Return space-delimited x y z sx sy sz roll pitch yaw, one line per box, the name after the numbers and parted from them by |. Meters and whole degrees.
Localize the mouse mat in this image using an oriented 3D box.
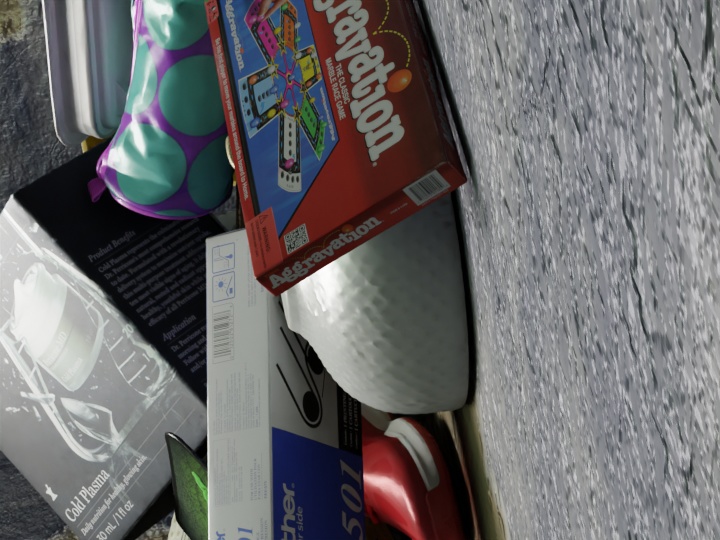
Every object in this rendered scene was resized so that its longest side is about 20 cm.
-0.062 0.184 1.175 0.161 0.008 0.200 43 159 16 | mouse mat

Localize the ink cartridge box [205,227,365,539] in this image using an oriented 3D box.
-0.039 0.085 1.024 0.094 0.044 0.201 26 -123 -54 | ink cartridge box

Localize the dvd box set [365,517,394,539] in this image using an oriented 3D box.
-0.018 0.240 1.303 0.147 0.029 0.200 -53 49 29 | dvd box set

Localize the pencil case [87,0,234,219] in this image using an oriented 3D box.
-0.109 -0.133 1.160 0.085 0.092 0.201 -121 37 -59 | pencil case

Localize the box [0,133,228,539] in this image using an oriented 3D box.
-0.162 0.051 1.271 0.197 0.124 0.200 47 134 8 | box

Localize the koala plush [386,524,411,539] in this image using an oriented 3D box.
-0.029 0.224 1.450 0.177 0.183 0.201 -128 41 -81 | koala plush

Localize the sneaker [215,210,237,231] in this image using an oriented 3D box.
-0.036 -0.041 1.348 0.200 0.092 0.076 -58 -46 -46 | sneaker

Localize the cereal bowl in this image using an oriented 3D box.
-0.003 -0.023 0.961 0.200 0.083 0.201 170 90 -85 | cereal bowl

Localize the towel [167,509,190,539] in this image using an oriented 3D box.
-0.074 0.137 1.350 0.192 0.034 0.201 -17 56 57 | towel

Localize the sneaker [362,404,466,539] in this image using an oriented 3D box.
-0.020 0.129 1.122 0.200 0.115 0.079 -145 37 -67 | sneaker

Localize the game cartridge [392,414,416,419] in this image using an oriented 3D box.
0.009 0.051 1.330 0.200 0.038 0.131 104 160 -80 | game cartridge

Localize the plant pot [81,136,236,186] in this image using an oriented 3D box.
-0.115 -0.191 1.496 0.177 0.199 0.201 -81 -15 -63 | plant pot

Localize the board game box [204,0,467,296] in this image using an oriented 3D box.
-0.017 -0.088 0.884 0.019 0.103 0.201 44 -157 -42 | board game box

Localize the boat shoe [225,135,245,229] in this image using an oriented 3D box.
-0.054 -0.075 1.138 0.075 0.075 0.203 34 131 27 | boat shoe

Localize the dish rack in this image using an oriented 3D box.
-0.135 -0.187 1.241 0.200 0.043 0.172 -54 -28 -47 | dish rack
